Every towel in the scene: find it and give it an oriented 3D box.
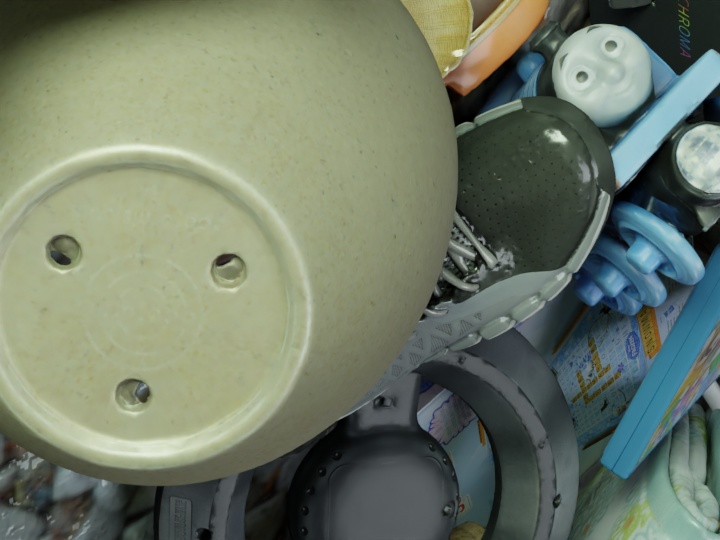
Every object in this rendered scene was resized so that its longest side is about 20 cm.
[{"bbox_3d":[0.122,0.155,1.171,0.171,0.048,0.200,-55,-179,17],"label":"towel"}]

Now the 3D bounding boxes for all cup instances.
[{"bbox_3d":[-0.065,-0.011,0.744,0.201,0.200,0.143,-62,-171,17],"label":"cup"}]

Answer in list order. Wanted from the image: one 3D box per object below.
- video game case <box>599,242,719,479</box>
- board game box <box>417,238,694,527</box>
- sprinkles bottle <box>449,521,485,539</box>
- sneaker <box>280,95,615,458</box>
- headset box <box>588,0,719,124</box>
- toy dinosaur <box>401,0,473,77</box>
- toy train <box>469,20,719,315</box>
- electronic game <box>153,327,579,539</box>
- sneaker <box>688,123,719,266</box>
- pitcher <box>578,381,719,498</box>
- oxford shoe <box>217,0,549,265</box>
[{"bbox_3d":[0.189,0.000,1.096,0.200,0.018,0.143,-39,158,-46],"label":"video game case"},{"bbox_3d":[0.086,0.053,1.167,0.199,0.041,0.200,-41,151,-14],"label":"board game box"},{"bbox_3d":[-0.023,0.176,1.101,0.199,0.068,0.068,-15,135,-23],"label":"sprinkles bottle"},{"bbox_3d":[0.009,0.018,0.888,0.200,0.075,0.115,-42,178,32],"label":"sneaker"},{"bbox_3d":[0.189,-0.178,1.035,0.200,0.093,0.174,-39,146,-18],"label":"headset box"},{"bbox_3d":[-0.009,-0.102,0.871,0.101,0.201,0.058,-6,165,4],"label":"toy dinosaur"},{"bbox_3d":[0.104,-0.047,0.984,0.087,0.114,0.200,-48,179,-10],"label":"toy train"},{"bbox_3d":[0.005,0.103,1.037,0.199,0.042,0.201,-7,109,-19],"label":"electronic game"},{"bbox_3d":[0.203,-0.056,1.206,0.106,0.075,0.200,-54,157,-5],"label":"sneaker"},{"bbox_3d":[0.201,0.127,1.347,0.199,0.121,0.172,4,109,-40],"label":"pitcher"},{"bbox_3d":[-0.016,-0.075,0.924,0.200,0.071,0.073,-46,126,-14],"label":"oxford shoe"}]
